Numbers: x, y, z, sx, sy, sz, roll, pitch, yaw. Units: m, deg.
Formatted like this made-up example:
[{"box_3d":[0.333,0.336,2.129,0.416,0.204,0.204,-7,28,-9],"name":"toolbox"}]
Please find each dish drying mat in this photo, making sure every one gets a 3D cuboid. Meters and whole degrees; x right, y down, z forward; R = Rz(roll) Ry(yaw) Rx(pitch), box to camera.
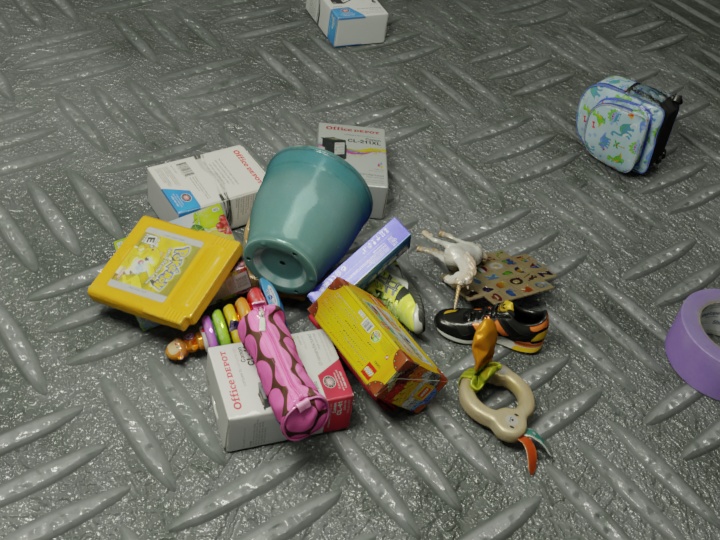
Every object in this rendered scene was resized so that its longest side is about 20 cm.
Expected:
[{"box_3d":[-0.015,0.149,1.466,0.018,0.077,0.200,-42,56,2],"name":"dish drying mat"}]

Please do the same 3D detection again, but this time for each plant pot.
[{"box_3d":[-0.102,-0.071,1.515,0.198,0.201,0.189,19,53,9],"name":"plant pot"}]

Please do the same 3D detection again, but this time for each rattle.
[{"box_3d":[0.244,0.196,1.417,0.129,0.144,0.201,9,33,-29],"name":"rattle"}]

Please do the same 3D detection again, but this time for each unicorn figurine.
[{"box_3d":[0.172,-0.024,1.646,0.136,0.075,0.199,27,33,27],"name":"unicorn figurine"}]

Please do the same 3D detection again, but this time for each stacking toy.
[{"box_3d":[-0.220,0.100,1.461,0.198,0.110,0.117,-17,48,-11],"name":"stacking toy"}]

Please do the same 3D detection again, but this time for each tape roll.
[{"box_3d":[0.651,0.132,1.602,0.197,0.086,0.201,6,42,-5],"name":"tape roll"}]

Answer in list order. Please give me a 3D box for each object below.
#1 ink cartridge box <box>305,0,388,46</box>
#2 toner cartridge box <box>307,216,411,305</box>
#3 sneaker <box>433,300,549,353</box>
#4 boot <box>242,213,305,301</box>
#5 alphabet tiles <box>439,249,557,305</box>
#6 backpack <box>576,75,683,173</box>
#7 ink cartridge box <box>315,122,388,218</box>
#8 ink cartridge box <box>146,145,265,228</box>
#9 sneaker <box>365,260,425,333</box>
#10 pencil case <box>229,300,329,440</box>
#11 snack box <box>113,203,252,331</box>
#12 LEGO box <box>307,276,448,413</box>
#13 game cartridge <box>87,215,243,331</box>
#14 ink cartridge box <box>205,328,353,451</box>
[{"box_3d":[-0.037,-0.662,2.304,0.144,0.084,0.201,-12,47,-22],"name":"ink cartridge box"},{"box_3d":[0.000,0.000,1.535,0.200,0.095,0.043,-42,79,-6],"name":"toner cartridge box"},{"box_3d":[0.229,0.081,1.565,0.198,0.091,0.070,10,42,-1],"name":"sneaker"},{"box_3d":[-0.145,-0.030,1.632,0.142,0.071,0.203,12,47,-6],"name":"boot"},{"box_3d":[0.256,0.011,1.673,0.198,0.006,0.166,-13,31,-24],"name":"alphabet tiles"},{"box_3d":[0.577,-0.329,2.004,0.199,0.185,0.146,34,46,31],"name":"backpack"},{"box_3d":[-0.022,-0.205,1.822,0.144,0.083,0.201,5,44,-6],"name":"ink cartridge box"},{"box_3d":[-0.283,-0.146,1.706,0.198,0.085,0.146,-18,49,-29],"name":"ink cartridge box"},{"box_3d":[0.053,0.049,1.587,0.076,0.076,0.200,-18,39,-16],"name":"sneaker"},{"box_3d":[-0.114,0.141,1.306,0.090,0.094,0.201,-15,52,-24],"name":"pencil case"},{"box_3d":[-0.303,-0.008,1.536,0.198,0.068,0.169,-22,49,-8],"name":"snack box"},{"box_3d":[0.027,0.118,1.438,0.200,0.077,0.149,49,10,34],"name":"LEGO box"},{"box_3d":[-0.315,0.000,1.463,0.198,0.033,0.177,14,56,24],"name":"game cartridge"},{"box_3d":[-0.126,0.181,1.392,0.198,0.086,0.148,-7,46,-21],"name":"ink cartridge box"}]
